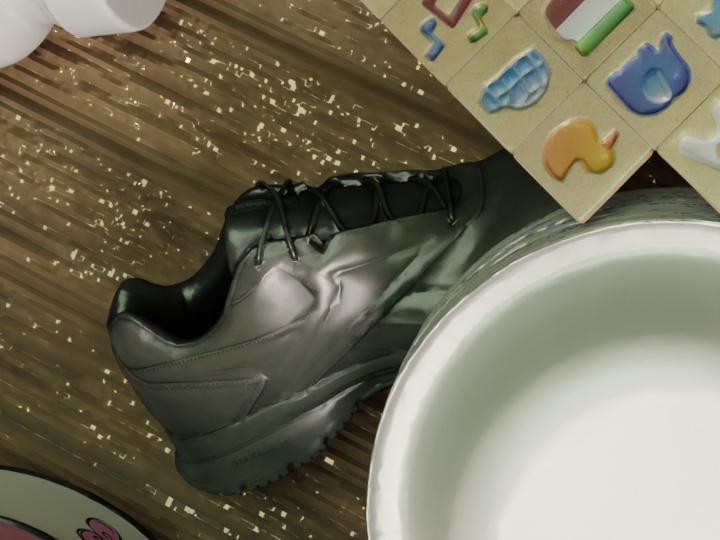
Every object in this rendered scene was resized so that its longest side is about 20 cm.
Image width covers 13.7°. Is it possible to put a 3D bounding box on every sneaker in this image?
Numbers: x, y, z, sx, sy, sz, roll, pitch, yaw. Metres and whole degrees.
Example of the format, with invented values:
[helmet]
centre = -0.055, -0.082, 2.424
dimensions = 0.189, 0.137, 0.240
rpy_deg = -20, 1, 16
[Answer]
[sneaker]
centre = 0.000, 0.000, 1.051
dimensions = 0.200, 0.076, 0.091
rpy_deg = -32, 116, 11

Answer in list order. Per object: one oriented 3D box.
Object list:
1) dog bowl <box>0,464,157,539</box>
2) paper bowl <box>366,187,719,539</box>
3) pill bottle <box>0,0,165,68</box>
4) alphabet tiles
[dog bowl]
centre = -0.148, 0.172, 1.074
dimensions = 0.200, 0.074, 0.201
rpy_deg = 0, 91, 8
[paper bowl]
centre = 0.101, 0.079, 0.976
dimensions = 0.200, 0.104, 0.201
rpy_deg = 1, 103, 7
[pill bottle]
centre = -0.178, -0.130, 1.124
dimensions = 0.200, 0.116, 0.116
rpy_deg = -2, 83, 19
[alphabet tiles]
centre = 0.087, -0.117, 0.968
dimensions = 0.166, 0.006, 0.200
rpy_deg = -45, 67, 4
